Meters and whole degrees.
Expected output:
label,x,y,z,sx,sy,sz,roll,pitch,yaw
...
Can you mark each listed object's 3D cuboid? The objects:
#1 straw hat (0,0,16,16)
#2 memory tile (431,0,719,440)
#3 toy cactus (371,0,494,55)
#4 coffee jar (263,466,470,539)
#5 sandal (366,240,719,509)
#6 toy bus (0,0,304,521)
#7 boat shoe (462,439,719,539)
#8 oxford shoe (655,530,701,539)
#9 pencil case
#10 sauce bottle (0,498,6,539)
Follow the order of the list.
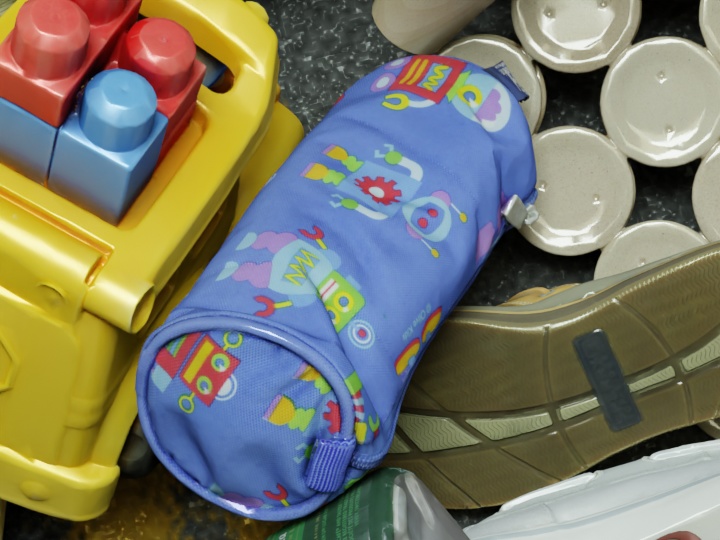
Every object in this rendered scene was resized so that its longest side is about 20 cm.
label,x,y,z,sx,sy,sz,roll,pitch,yaw
straw hat,-0.201,-0.127,0.824,0.200,0.085,0.202,-1,71,3
memory tile,0.134,-0.046,0.778,0.153,0.017,0.200,-43,87,7
toy cactus,0.049,-0.147,0.723,0.102,0.165,0.200,37,38,-2
coffee jar,-0.045,0.154,0.682,0.199,0.085,0.104,-29,114,15
sandal,0.076,0.034,0.765,0.199,0.054,0.081,-18,105,11
toy bus,-0.089,-0.047,0.715,0.135,0.192,0.200,28,50,4
boat shoe,0.076,0.107,0.739,0.199,0.069,0.072,-25,106,6
oxford shoe,0.092,0.185,0.656,0.075,0.070,0.201,25,70,-17
pencil case,0.000,0.000,0.704,0.087,0.078,0.200,23,40,10
sauce bottle,-0.167,0.143,0.740,0.064,0.065,0.201,3,72,4
